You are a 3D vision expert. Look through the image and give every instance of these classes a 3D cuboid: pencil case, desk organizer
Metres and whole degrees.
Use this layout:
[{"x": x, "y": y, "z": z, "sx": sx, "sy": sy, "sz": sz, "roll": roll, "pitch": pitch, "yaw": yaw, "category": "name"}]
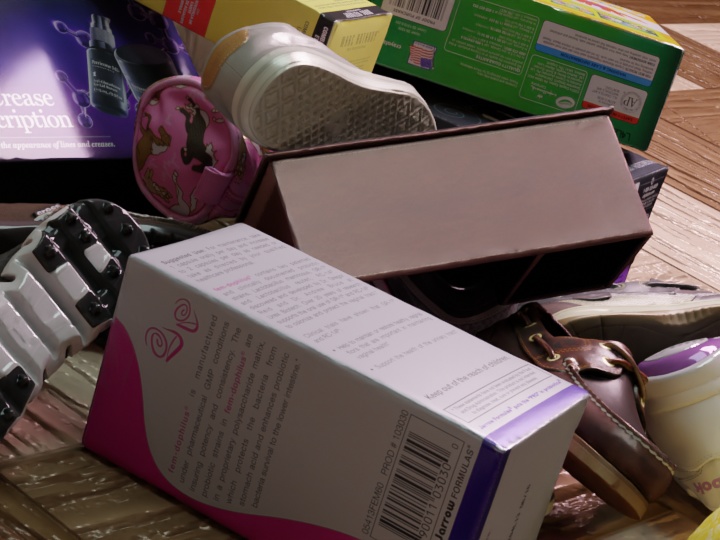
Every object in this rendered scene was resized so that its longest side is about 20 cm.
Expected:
[{"x": -0.042, "y": -0.068, "z": 1.145, "sx": 0.086, "sy": 0.083, "sz": 0.200, "roll": 4, "pitch": 4, "yaw": 38, "category": "pencil case"}, {"x": 0.045, "y": -0.024, "z": 1.042, "sx": 0.199, "sy": 0.072, "sz": 0.077, "roll": -9, "pitch": 66, "yaw": -21, "category": "desk organizer"}]

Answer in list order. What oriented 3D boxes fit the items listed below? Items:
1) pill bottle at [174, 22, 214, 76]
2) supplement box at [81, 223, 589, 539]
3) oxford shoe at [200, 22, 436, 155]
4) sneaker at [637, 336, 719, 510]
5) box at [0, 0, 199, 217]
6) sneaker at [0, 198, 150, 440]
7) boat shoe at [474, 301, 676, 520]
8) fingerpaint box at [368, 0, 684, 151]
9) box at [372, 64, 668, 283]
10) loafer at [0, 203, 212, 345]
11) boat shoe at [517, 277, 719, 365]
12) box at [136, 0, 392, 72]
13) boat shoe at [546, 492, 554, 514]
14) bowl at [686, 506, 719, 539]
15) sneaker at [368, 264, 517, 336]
[{"x": -0.193, "y": -0.165, "z": 1.330, "sx": 0.199, "sy": 0.120, "sz": 0.120, "roll": 6, "pitch": 24, "yaw": -28, "category": "pill bottle"}, {"x": -0.014, "y": 0.068, "z": 0.912, "sx": 0.199, "sy": 0.102, "sz": 0.103, "roll": 26, "pitch": 22, "yaw": 21, "category": "supplement box"}, {"x": -0.018, "y": -0.083, "z": 1.059, "sx": 0.058, "sy": 0.075, "sz": 0.200, "roll": 38, "pitch": 7, "yaw": 30, "category": "oxford shoe"}, {"x": 0.189, "y": 0.089, "z": 1.087, "sx": 0.075, "sy": 0.100, "sz": 0.200, "roll": -22, "pitch": -6, "yaw": 15, "category": "sneaker"}, {"x": -0.190, "y": -0.100, "z": 1.150, "sx": 0.200, "sy": 0.079, "sz": 0.141, "roll": -5, "pitch": 59, "yaw": -45, "category": "box"}, {"x": -0.180, "y": 0.044, "z": 0.899, "sx": 0.067, "sy": 0.090, "sz": 0.200, "roll": 53, "pitch": 47, "yaw": -8, "category": "sneaker"}, {"x": 0.107, "y": 0.061, "z": 1.001, "sx": 0.070, "sy": 0.070, "sz": 0.200, "roll": 49, "pitch": -4, "yaw": -25, "category": "boat shoe"}, {"x": 0.095, "y": -0.152, "z": 1.295, "sx": 0.199, "sy": 0.074, "sz": 0.167, "roll": 18, "pitch": 14, "yaw": -4, "category": "fingerpaint box"}, {"x": 0.074, "y": -0.051, "z": 1.271, "sx": 0.199, "sy": 0.106, "sz": 0.122, "roll": 25, "pitch": 19, "yaw": 21, "category": "box"}, {"x": -0.150, "y": -0.009, "z": 1.035, "sx": 0.199, "sy": 0.073, "sz": 0.071, "roll": 10, "pitch": 23, "yaw": -20, "category": "loafer"}, {"x": 0.181, "y": 0.035, "z": 1.191, "sx": 0.200, "sy": 0.072, "sz": 0.066, "roll": 0, "pitch": 31, "yaw": -28, "category": "boat shoe"}, {"x": -0.085, "y": -0.169, "z": 1.164, "sx": 0.200, "sy": 0.050, "sz": 0.075, "roll": 30, "pitch": 23, "yaw": 19, "category": "box"}, {"x": 0.010, "y": 0.063, "z": 0.998, "sx": 0.199, "sy": 0.062, "sz": 0.073, "roll": 24, "pitch": 20, "yaw": 16, "category": "boat shoe"}, {"x": 0.235, "y": 0.140, "z": 0.883, "sx": 0.199, "sy": 0.108, "sz": 0.200, "roll": 9, "pitch": 26, "yaw": -4, "category": "bowl"}, {"x": 0.000, "y": 0.000, "z": 1.112, "sx": 0.199, "sy": 0.088, "sz": 0.074, "roll": 15, "pitch": 21, "yaw": -4, "category": "sneaker"}]
